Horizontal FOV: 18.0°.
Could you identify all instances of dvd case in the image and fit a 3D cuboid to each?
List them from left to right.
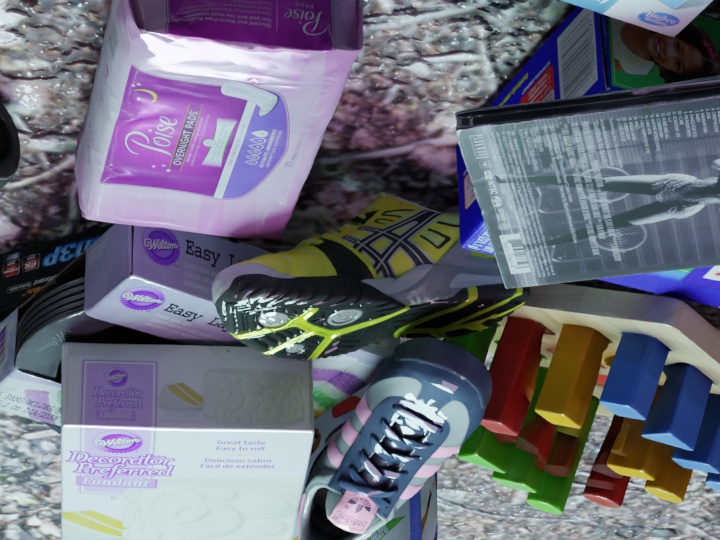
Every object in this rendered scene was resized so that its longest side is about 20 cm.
[{"bbox_3d":[0.159,-0.046,1.157,0.199,0.016,0.149,-6,146,12],"label":"dvd case"}]

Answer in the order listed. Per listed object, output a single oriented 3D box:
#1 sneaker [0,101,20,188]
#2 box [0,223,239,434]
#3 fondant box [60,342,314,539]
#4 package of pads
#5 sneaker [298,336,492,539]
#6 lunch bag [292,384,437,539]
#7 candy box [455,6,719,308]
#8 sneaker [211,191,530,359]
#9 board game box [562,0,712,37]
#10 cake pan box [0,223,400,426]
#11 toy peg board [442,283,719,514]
[{"bbox_3d":[-0.272,-0.085,1.195,0.079,0.076,0.200,-17,145,33],"label":"sneaker"},{"bbox_3d":[-0.149,0.033,1.425,0.200,0.046,0.159,-14,147,23],"label":"box"},{"bbox_3d":[-0.108,0.115,1.363,0.144,0.058,0.200,2,148,-6],"label":"fondant box"},{"bbox_3d":[-0.078,-0.092,1.174,0.120,0.076,0.200,4,151,-13],"label":"package of pads"},{"bbox_3d":[0.017,0.112,1.331,0.070,0.082,0.200,28,145,-3],"label":"sneaker"},{"bbox_3d":[-0.032,0.175,1.516,0.169,0.200,0.124,-5,150,8],"label":"lunch bag"},{"bbox_3d":[0.176,-0.058,1.226,0.199,0.077,0.169,12,148,-21],"label":"candy box"},{"bbox_3d":[0.000,0.000,1.286,0.200,0.077,0.075,-3,154,-35],"label":"sneaker"},{"bbox_3d":[0.132,-0.194,1.020,0.151,0.047,0.200,14,148,-22],"label":"board game box"},{"bbox_3d":[-0.106,0.046,1.351,0.200,0.052,0.184,20,141,-33],"label":"cake pan box"},{"bbox_3d":[0.147,0.090,1.396,0.199,0.098,0.200,8,161,41],"label":"toy peg board"}]
